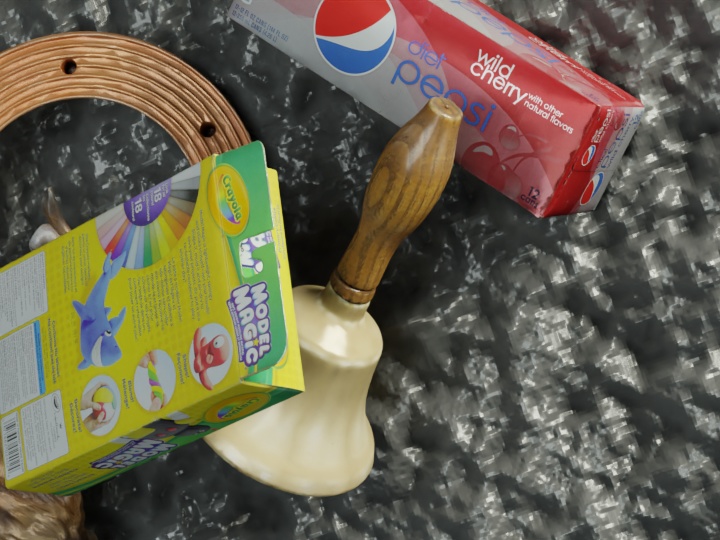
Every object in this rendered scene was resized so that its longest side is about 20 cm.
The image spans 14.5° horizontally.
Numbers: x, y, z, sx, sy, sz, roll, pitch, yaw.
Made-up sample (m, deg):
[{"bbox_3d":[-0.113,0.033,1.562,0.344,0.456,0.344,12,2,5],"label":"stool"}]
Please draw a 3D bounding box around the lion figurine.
[{"bbox_3d":[-0.164,0.070,1.493,0.122,0.072,0.201,31,104,17],"label":"lion figurine"}]

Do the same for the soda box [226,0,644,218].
[{"bbox_3d":[0.036,-0.103,1.379,0.199,0.070,0.064,33,107,20],"label":"soda box"}]

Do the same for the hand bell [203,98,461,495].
[{"bbox_3d":[0.000,0.000,1.359,0.104,0.104,0.201,40,122,18],"label":"hand bell"}]

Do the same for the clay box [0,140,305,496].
[{"bbox_3d":[-0.097,0.025,1.359,0.199,0.047,0.116,-24,65,38],"label":"clay box"}]

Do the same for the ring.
[{"bbox_3d":[-0.145,-0.024,1.467,0.199,0.019,0.202,-1,82,7],"label":"ring"}]
